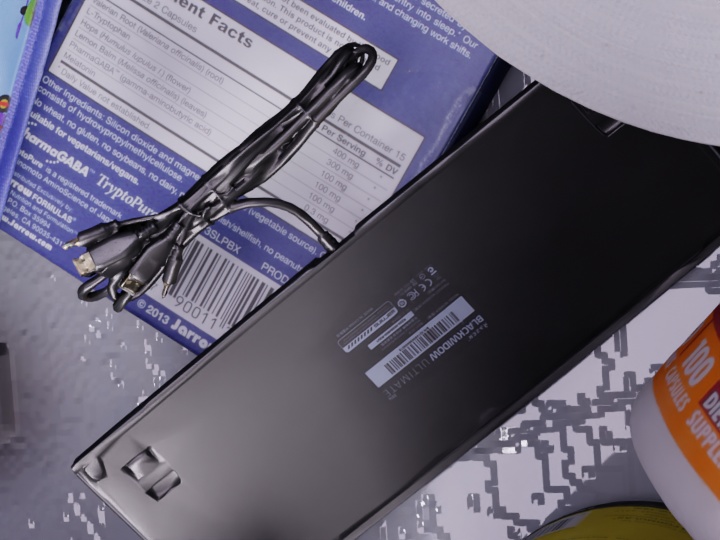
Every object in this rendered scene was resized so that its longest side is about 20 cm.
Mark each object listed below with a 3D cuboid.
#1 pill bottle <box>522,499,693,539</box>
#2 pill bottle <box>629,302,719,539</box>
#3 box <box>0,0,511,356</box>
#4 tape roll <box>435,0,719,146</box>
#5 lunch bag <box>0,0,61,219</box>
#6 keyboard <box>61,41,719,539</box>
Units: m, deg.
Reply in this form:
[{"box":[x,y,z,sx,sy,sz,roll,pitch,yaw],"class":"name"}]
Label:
[{"box":[0.056,0.131,0.736,0.112,0.200,0.112,2,98,17],"class":"pill bottle"},{"box":[0.172,0.004,0.731,0.113,0.113,0.200,43,106,7],"class":"pill bottle"},{"box":[-0.017,-0.074,0.820,0.121,0.032,0.200,33,107,10],"class":"box"},{"box":[0.088,-0.128,0.676,0.200,0.066,0.200,17,133,19],"class":"tape roll"},{"box":[-0.173,-0.051,0.841,0.150,0.094,0.200,23,115,28],"class":"lunch bag"},{"box":[0.000,0.000,0.799,0.200,0.021,0.127,-39,114,8],"class":"keyboard"}]
